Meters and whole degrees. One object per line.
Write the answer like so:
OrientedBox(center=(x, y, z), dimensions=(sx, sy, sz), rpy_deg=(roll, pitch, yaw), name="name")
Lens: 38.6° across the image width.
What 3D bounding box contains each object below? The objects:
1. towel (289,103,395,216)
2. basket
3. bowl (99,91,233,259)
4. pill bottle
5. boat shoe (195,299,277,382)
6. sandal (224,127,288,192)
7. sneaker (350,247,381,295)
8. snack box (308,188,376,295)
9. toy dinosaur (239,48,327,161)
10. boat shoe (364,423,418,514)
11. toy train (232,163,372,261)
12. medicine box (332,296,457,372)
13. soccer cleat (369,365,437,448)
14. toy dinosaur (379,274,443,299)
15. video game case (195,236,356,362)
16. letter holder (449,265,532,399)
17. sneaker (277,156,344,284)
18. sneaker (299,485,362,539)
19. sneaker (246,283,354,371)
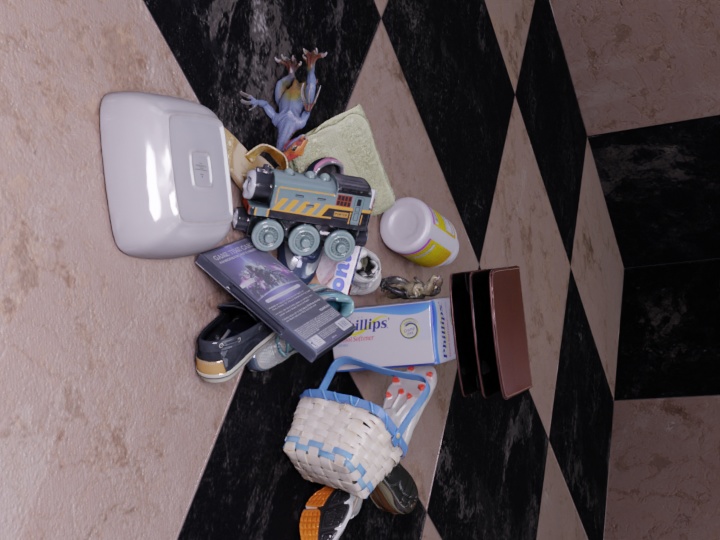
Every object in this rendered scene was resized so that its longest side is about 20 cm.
OrientedBox(center=(-0.028, -0.148, 1.620), dimensions=(0.148, 0.036, 0.201), rpy_deg=(-33, 128, -13), name="towel")
OrientedBox(center=(-0.011, 0.220, 1.512), dimensions=(0.201, 0.175, 0.140), rpy_deg=(-58, 138, -26), name="basket")
OrientedBox(center=(-0.221, -0.117, 1.244), dimensions=(0.200, 0.074, 0.202), rpy_deg=(-6, 90, -67), name="bowl")
OrientedBox(center=(0.119, -0.064, 1.942), dimensions=(0.200, 0.103, 0.106), rpy_deg=(27, 60, -62), name="pill bottle")
OrientedBox(center=(-0.153, 0.068, 1.346), dimensions=(0.200, 0.074, 0.063), rpy_deg=(-50, 139, -51), name="boat shoe")
OrientedBox(center=(-0.136, -0.143, 1.437), dimensions=(0.211, 0.069, 0.079), rpy_deg=(35, 53, -59), name="sandal")
OrientedBox(center=(0.000, 0.000, 1.668), dimensions=(0.076, 0.080, 0.200), rpy_deg=(-70, 156, -9), name="sneaker")
OrientedBox(center=(-0.035, -0.034, 1.568), dimensions=(0.024, 0.071, 0.202), rpy_deg=(54, 51, -78), name="snack box")
OrientedBox(center=(-0.089, -0.236, 1.531), dimensions=(0.200, 0.104, 0.184), rpy_deg=(30, 61, -64), name="toy dinosaur")
OrientedBox(center=(0.015, 0.310, 1.659), dimensions=(0.075, 0.074, 0.201), rpy_deg=(-34, 97, -48), name="boat shoe")
OrientedBox(center=(-0.076, -0.084, 1.425), dimensions=(0.085, 0.198, 0.115), rpy_deg=(-123, -136, -62), name="toy train")
OrientedBox(center=(0.072, 0.103, 1.700), dimensions=(0.200, 0.180, 0.104), rpy_deg=(-3, 87, -65), name="medicine box")
OrientedBox(center=(0.062, 0.233, 1.633), dimensions=(0.201, 0.069, 0.078), rpy_deg=(-54, 144, -34), name="soccer cleat")
OrientedBox(center=(0.065, 0.029, 1.789), dimensions=(0.087, 0.199, 0.048), rpy_deg=(19, 79, -24), name="toy dinosaur")
OrientedBox(center=(-0.108, 0.033, 1.355), dimensions=(0.199, 0.019, 0.143), rpy_deg=(39, 21, 10), name="video game case")
OrientedBox(center=(0.198, 0.101, 1.643), dimensions=(0.142, 0.100, 0.203), rpy_deg=(-7, 91, -64), name="letter holder")
OrientedBox(center=(-0.071, -0.075, 1.511), dimensions=(0.069, 0.082, 0.202), rpy_deg=(16, 77, -19), name="sneaker")
OrientedBox(center=(-0.030, 0.358, 1.551), dimensions=(0.201, 0.075, 0.093), rpy_deg=(-66, 146, -46), name="sneaker")
OrientedBox(center=(-0.085, 0.076, 1.445), dimensions=(0.200, 0.086, 0.078), rpy_deg=(-39, 123, -42), name="sneaker")
